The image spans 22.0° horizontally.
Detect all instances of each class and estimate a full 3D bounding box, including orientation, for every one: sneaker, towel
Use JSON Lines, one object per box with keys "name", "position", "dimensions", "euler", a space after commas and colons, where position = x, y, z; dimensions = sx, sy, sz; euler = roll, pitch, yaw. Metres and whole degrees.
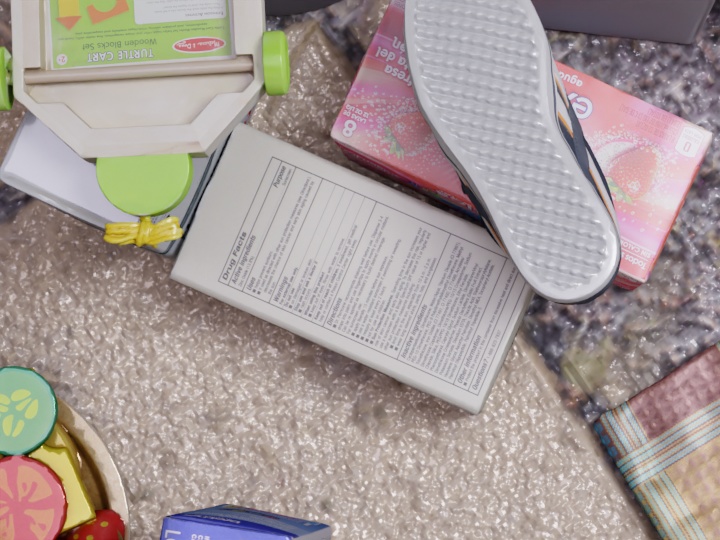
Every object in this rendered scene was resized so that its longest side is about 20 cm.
{"name": "sneaker", "position": [0.080, -0.073, 0.995], "dimensions": [0.078, 0.079, 0.201], "euler": [-21, 80, 8]}
{"name": "towel", "position": [0.246, 0.134, 1.073], "dimensions": [0.146, 0.022, 0.201], "euler": [-33, 74, 5]}

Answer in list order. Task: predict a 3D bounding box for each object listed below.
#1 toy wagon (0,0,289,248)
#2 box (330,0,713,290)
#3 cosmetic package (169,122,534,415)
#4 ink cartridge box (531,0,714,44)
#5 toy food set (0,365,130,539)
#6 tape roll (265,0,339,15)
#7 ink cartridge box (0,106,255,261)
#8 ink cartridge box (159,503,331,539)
{"name": "toy wagon", "position": [-0.113, -0.111, 0.934], "dimensions": [0.154, 0.040, 0.202], "euler": [-3, 87, 2]}
{"name": "box", "position": [0.092, -0.073, 1.082], "dimensions": [0.199, 0.103, 0.095], "euler": [25, 89, 5]}
{"name": "cosmetic package", "position": [0.000, 0.000, 1.097], "dimensions": [0.199, 0.071, 0.106], "euler": [25, 88, 6]}
{"name": "ink cartridge box", "position": [0.140, -0.249, 1.071], "dimensions": [0.144, 0.145, 0.202], "euler": [6, 85, 6]}
{"name": "toy food set", "position": [-0.238, 0.157, 1.116], "dimensions": [0.199, 0.049, 0.199], "euler": [-25, 83, 3]}
{"name": "tape roll", "position": [-0.055, -0.260, 1.128], "dimensions": [0.199, 0.066, 0.202], "euler": [-1, 85, 5]}
{"name": "ink cartridge box", "position": [-0.119, -0.090, 1.052], "dimensions": [0.083, 0.200, 0.147], "euler": [24, 88, 3]}
{"name": "ink cartridge box", "position": [-0.071, 0.203, 1.021], "dimensions": [0.076, 0.200, 0.138], "euler": [8, 85, 5]}
